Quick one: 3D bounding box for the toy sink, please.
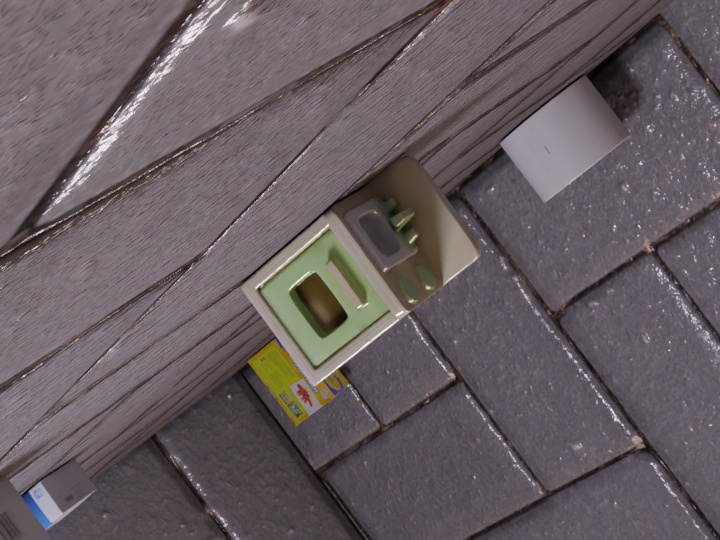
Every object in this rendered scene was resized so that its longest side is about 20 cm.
[{"bbox_3d":[0.000,0.000,1.504,0.199,0.131,0.112,-38,178,28],"label":"toy sink"}]

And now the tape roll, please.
[{"bbox_3d":[0.373,-0.240,2.732,0.202,0.140,0.203,-37,178,-2],"label":"tape roll"}]

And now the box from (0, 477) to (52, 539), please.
[{"bbox_3d":[-0.430,0.321,1.535,0.199,0.098,0.124,-38,178,14],"label":"box"}]

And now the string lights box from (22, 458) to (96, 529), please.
[{"bbox_3d":[-0.484,0.364,2.160,0.199,0.059,0.103,-39,178,21],"label":"string lights box"}]

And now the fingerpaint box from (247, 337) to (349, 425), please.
[{"bbox_3d":[-0.150,0.246,3.615,0.167,0.201,0.073,-40,178,40],"label":"fingerpaint box"}]
